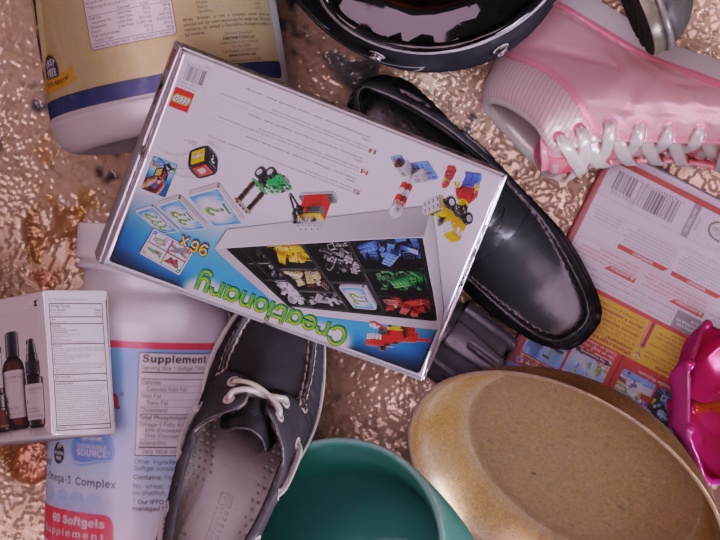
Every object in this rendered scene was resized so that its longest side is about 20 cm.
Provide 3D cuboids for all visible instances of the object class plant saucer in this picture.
[{"bbox_3d":[0.122,0.120,1.245,0.199,0.201,0.036,32,53,6],"label":"plant saucer"}]

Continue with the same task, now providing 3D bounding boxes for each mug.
[{"bbox_3d":[0.000,0.175,1.266,0.151,0.115,0.187,-5,61,22],"label":"mug"}]

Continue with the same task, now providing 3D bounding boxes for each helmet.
[{"bbox_3d":[0.030,-0.212,1.220,0.198,0.201,0.191,-20,130,7],"label":"helmet"}]

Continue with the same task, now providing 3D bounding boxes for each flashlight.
[{"bbox_3d":[0.000,0.000,1.274,0.199,0.068,0.068,37,130,0],"label":"flashlight"}]

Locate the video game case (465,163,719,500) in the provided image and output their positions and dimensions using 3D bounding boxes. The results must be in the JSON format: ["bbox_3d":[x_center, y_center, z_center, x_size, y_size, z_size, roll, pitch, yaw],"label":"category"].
[{"bbox_3d":[0.168,0.047,1.296,0.142,0.017,0.201,27,94,6],"label":"video game case"}]

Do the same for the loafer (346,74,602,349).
[{"bbox_3d":[0.062,-0.033,1.272,0.068,0.070,0.201,-43,80,7],"label":"loafer"}]

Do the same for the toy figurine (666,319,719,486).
[{"bbox_3d":[0.258,0.061,1.204,0.184,0.150,0.201,-45,44,16],"label":"toy figurine"}]

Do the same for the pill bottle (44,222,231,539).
[{"bbox_3d":[-0.131,0.074,1.288,0.108,0.109,0.202,2,91,7],"label":"pill bottle"}]

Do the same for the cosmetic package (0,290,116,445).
[{"bbox_3d":[-0.225,0.062,1.272,0.199,0.050,0.083,-11,80,45],"label":"cosmetic package"}]

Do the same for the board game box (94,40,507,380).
[{"bbox_3d":[-0.033,-0.032,1.203,0.199,0.035,0.127,21,97,-15],"label":"board game box"}]

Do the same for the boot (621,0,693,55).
[{"bbox_3d":[0.234,-0.218,1.230,0.198,0.073,0.183,-12,55,5],"label":"boot"}]

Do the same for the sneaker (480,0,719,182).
[{"bbox_3d":[0.160,-0.080,1.252,0.199,0.075,0.105,30,71,13],"label":"sneaker"}]

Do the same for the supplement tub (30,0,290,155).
[{"bbox_3d":[-0.123,-0.176,1.264,0.143,0.144,0.202,-9,90,7],"label":"supplement tub"}]

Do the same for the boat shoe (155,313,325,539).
[{"bbox_3d":[-0.068,0.096,1.217,0.073,0.060,0.201,23,73,0],"label":"boat shoe"}]
